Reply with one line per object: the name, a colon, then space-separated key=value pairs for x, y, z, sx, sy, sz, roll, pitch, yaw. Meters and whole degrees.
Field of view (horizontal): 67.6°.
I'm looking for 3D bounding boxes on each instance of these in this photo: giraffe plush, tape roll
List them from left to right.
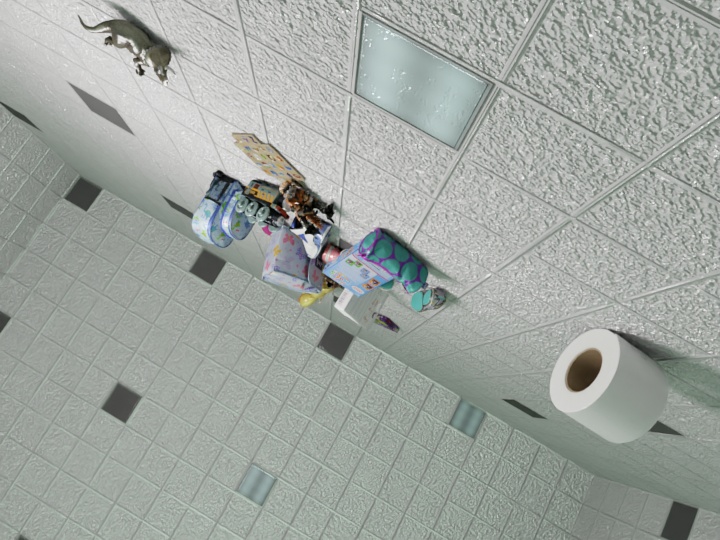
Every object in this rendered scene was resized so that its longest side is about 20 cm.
giraffe plush: x=-0.212 y=0.043 z=2.208 sx=0.163 sy=0.172 sz=0.200 roll=55 pitch=172 yaw=-12
tape roll: x=0.531 y=0.247 z=1.161 sx=0.138 sy=0.204 sz=0.203 roll=33 pitch=167 yaw=-10

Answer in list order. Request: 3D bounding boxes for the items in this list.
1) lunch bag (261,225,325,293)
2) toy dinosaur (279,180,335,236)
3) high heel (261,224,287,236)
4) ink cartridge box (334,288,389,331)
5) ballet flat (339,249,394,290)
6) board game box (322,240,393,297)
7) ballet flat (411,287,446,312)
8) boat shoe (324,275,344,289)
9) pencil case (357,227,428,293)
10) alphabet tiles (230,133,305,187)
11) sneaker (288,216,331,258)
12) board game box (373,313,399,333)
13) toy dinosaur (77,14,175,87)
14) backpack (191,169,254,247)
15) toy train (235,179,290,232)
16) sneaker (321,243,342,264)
lunch bag: x=-0.201 y=-0.032 z=1.752 sx=0.198 sy=0.172 sz=0.127 roll=22 pitch=153 yaw=-28
toy dinosaur: x=-0.137 y=-0.164 z=1.412 sx=0.135 sy=0.103 sz=0.199 roll=39 pitch=-164 yaw=31
high heel: x=-0.253 y=-0.121 z=1.818 sx=0.096 sy=0.068 sz=0.200 roll=35 pitch=-175 yaw=27
ink cartridge box: x=0.009 y=0.101 z=1.863 sx=0.050 sy=0.162 sz=0.200 roll=23 pitch=166 yaw=34
ballet flat: x=0.018 y=-0.001 z=1.700 sx=0.199 sy=0.070 sz=0.069 roll=32 pitch=167 yaw=-9
board game box: x=0.000 y=0.000 z=1.614 sx=0.151 sy=0.037 sz=0.199 roll=35 pitch=141 yaw=-21
ballet flat: x=0.209 y=0.094 z=1.617 sx=0.072 sy=0.073 sz=0.200 roll=31 pitch=168 yaw=-6
boat shoe: x=-0.109 y=0.034 z=2.085 sx=0.070 sy=0.071 sz=0.200 roll=22 pitch=166 yaw=29
pencil case: x=0.087 y=-0.020 z=1.388 sx=0.199 sy=0.093 sz=0.085 roll=37 pitch=166 yaw=-25
alphabet tiles: x=-0.226 y=-0.271 z=1.333 sx=0.165 sy=0.006 sz=0.200 roll=16 pitch=161 yaw=46
sneaker: x=-0.154 y=-0.117 z=1.619 sx=0.115 sy=0.081 sz=0.200 roll=35 pitch=161 yaw=0
board game box: x=0.076 y=0.224 z=2.480 sx=0.199 sy=0.032 sz=0.120 roll=19 pitch=159 yaw=44
toy dinosaur: x=-0.444 y=-0.447 z=1.051 sx=0.200 sy=0.077 sz=0.102 roll=41 pitch=152 yaw=-22
backpack: x=-0.426 y=-0.175 z=1.704 sx=0.146 sy=0.201 sz=0.183 roll=25 pitch=166 yaw=19
toy train: x=-0.265 y=-0.183 z=1.495 sx=0.199 sy=0.115 sz=0.085 roll=24 pitch=168 yaw=41
sneaker: x=-0.066 y=-0.014 z=1.797 sx=0.086 sy=0.074 sz=0.200 roll=24 pitch=166 yaw=20
